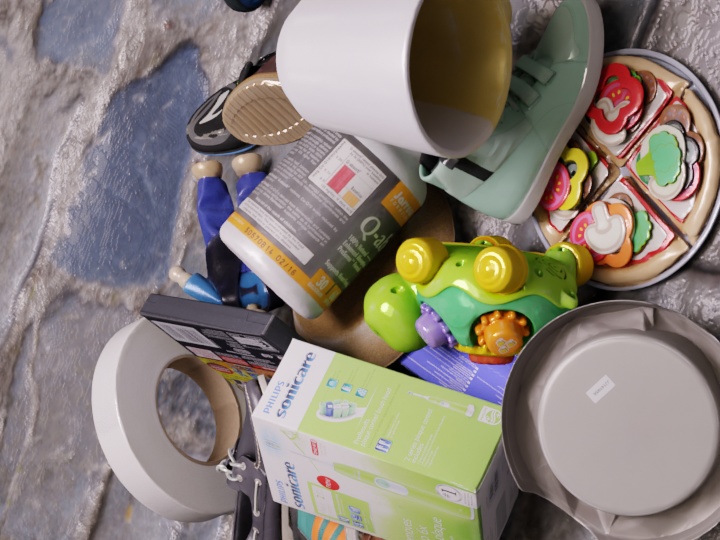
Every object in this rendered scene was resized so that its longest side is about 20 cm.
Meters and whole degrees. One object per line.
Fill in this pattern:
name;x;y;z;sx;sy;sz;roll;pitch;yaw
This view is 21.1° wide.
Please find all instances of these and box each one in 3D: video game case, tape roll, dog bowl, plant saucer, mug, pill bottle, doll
video game case;-0.080;0.085;1.734;0.200;0.181;0.026;7;62;52
tape roll;-0.161;0.135;1.803;0.037;0.202;0.203;-25;71;38
dog bowl;0.212;0.118;1.513;0.199;0.059;0.201;2;97;17
plant saucer;0.000;0.000;1.731;0.200;0.035;0.201;-28;49;37
mug;0.028;-0.165;1.543;0.153;0.186;0.150;6;88;36
pill bottle;-0.016;-0.065;1.656;0.200;0.116;0.116;-47;54;-3
doll;-0.115;-0.012;1.832;0.049;0.136;0.200;93;165;-61

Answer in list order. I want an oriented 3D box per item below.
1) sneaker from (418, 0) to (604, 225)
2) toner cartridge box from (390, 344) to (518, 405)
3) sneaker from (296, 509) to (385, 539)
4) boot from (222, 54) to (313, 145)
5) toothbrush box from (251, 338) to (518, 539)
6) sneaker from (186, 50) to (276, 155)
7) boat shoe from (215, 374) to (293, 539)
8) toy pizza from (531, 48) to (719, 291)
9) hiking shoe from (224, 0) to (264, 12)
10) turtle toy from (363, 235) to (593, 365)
sneaker;0.120;-0.146;1.594;0.201;0.118;0.074;-68;26;6
toner cartridge box;0.120;0.081;1.643;0.200;0.043;0.095;35;97;38
sneaker;-0.006;0.234;1.704;0.080;0.071;0.200;-56;46;37
boot;-0.025;-0.200;1.730;0.200;0.167;0.072;-26;114;39
toothbrush box;0.023;0.155;1.606;0.200;0.146;0.086;18;59;17
sneaker;-0.099;-0.170;1.845;0.199;0.083;0.071;-24;69;38
boat shoe;-0.097;0.189;1.740;0.073;0.063;0.201;-110;14;-63
toy pizza;0.211;-0.084;1.592;0.200;0.032;0.201;-4;84;42
hiking shoe;-0.069;-0.325;1.834;0.087;0.074;0.200;46;117;35
turtle toy;0.090;0.024;1.583;0.200;0.146;0.101;6;95;36
